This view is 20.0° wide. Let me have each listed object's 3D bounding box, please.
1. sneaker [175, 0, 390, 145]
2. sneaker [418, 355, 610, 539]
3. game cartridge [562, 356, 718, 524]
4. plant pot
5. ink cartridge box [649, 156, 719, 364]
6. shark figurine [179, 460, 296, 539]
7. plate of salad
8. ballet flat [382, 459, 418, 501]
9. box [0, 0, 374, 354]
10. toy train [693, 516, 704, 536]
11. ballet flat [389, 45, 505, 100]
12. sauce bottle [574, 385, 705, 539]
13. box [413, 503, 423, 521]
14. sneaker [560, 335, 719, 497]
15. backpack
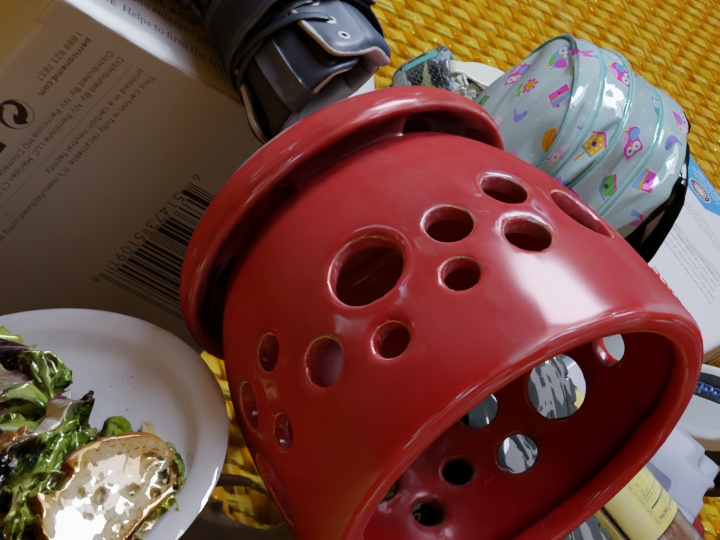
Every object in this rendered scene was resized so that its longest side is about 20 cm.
[{"bbox_3d":[-0.071,-0.138,0.933,0.202,0.077,0.146,17,41,-41],"label":"sneaker"},{"bbox_3d":[0.067,0.104,1.043,0.091,0.076,0.200,-5,68,-39],"label":"sneaker"},{"bbox_3d":[0.110,0.151,1.170,0.133,0.041,0.200,42,65,-14],"label":"game cartridge"},{"bbox_3d":[0.028,0.026,0.938,0.200,0.201,0.183,2,45,-50],"label":"plant pot"},{"bbox_3d":[0.215,0.005,1.497,0.147,0.086,0.200,55,34,11],"label":"ink cartridge box"},{"bbox_3d":[-0.095,0.139,1.008,0.214,0.128,0.090,43,54,-62],"label":"shark figurine"},{"bbox_3d":[-0.157,0.076,0.894,0.200,0.200,0.048,-87,168,-49],"label":"plate of salad"},{"bbox_3d":[-0.021,0.084,1.103,0.075,0.068,0.200,7,14,-13],"label":"ballet flat"},{"bbox_3d":[-0.125,-0.073,1.059,0.200,0.199,0.131,29,36,-27],"label":"box"},{"bbox_3d":[0.122,0.114,1.278,0.200,0.085,0.116,40,22,-13],"label":"toy train"},{"bbox_3d":[0.113,-0.102,1.507,0.200,0.074,0.074,28,37,-30],"label":"ballet flat"},{"bbox_3d":[0.148,0.147,1.134,0.200,0.066,0.066,52,31,-7],"label":"sauce bottle"},{"bbox_3d":[0.059,0.212,1.062,0.161,0.049,0.200,47,48,-5],"label":"box"},{"bbox_3d":[0.187,0.092,1.375,0.200,0.073,0.112,31,-20,39],"label":"sneaker"},{"bbox_3d":[0.117,-0.054,1.330,0.126,0.200,0.167,29,37,-33],"label":"backpack"}]
